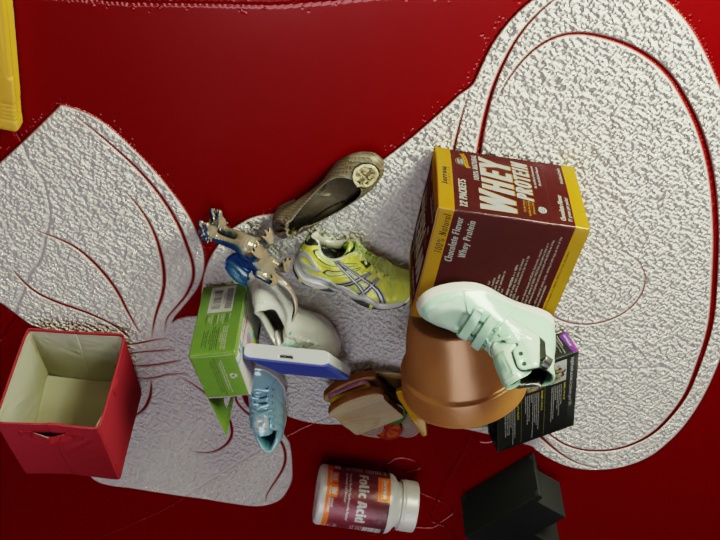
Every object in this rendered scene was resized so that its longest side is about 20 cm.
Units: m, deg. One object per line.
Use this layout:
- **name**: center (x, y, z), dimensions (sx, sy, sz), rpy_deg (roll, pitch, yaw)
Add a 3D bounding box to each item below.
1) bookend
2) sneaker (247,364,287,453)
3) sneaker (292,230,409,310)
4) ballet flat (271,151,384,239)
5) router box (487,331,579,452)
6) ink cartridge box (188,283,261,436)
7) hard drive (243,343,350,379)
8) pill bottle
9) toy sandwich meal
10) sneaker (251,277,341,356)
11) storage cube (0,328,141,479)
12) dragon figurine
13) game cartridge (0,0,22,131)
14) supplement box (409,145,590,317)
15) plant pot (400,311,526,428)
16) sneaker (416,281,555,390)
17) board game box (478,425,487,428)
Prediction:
- **bookend**: center (0.337, 0.481, 1.599), dimensions (0.197, 0.093, 0.200), rpy_deg (31, 126, -25)
- **sneaker**: center (-0.165, 0.245, 1.421), dimensions (0.072, 0.083, 0.202), rpy_deg (-5, 132, 6)
- **sneaker**: center (0.000, 0.000, 1.194), dimensions (0.196, 0.076, 0.077), rpy_deg (12, 134, -9)
- **ballet flat**: center (-0.048, -0.098, 1.126), dimensions (0.198, 0.047, 0.067), rpy_deg (-28, 126, 26)
- **router box**: center (0.285, 0.207, 1.351), dimensions (0.147, 0.051, 0.202), rpy_deg (-17, 133, -7)
- **ink cartridge box**: center (-0.199, 0.143, 1.288), dimensions (0.074, 0.149, 0.202), rpy_deg (-6, 133, 8)
- **hard drive**: center (-0.095, 0.147, 1.283), dimensions (0.129, 0.026, 0.200), rpy_deg (5, 168, 10)
- **pill bottle**: center (0.011, 0.447, 1.573), dimensions (0.196, 0.115, 0.115), rpy_deg (9, 133, -5)
- **toy sandwich meal**: center (0.033, 0.249, 1.421), dimensions (0.201, 0.071, 0.208), rpy_deg (2, 132, 2)
- **sneaker**: center (-0.106, 0.097, 1.280), dimensions (0.075, 0.089, 0.200), rpy_deg (-29, 125, 25)
- **storage cube**: center (-0.477, 0.224, 1.350), dimensions (0.167, 0.203, 0.181), rpy_deg (3, 140, -1)
- **dragon figurine**: center (-0.159, -0.013, 1.190), dimensions (0.098, 0.059, 0.201), rpy_deg (4, 140, 39)
- **game cartridge**: center (-0.517, -0.278, 1.003), dimensions (0.173, 0.033, 0.202), rpy_deg (11, 131, -6)
- **supplement box**: center (0.179, -0.039, 1.108), dimensions (0.196, 0.134, 0.199), rpy_deg (7, 133, -4)
- **plant pot**: center (0.149, 0.116, 1.215), dimensions (0.196, 0.201, 0.142), rpy_deg (-7, 124, 10)
- **sneaker**: center (0.168, 0.089, 1.053), dimensions (0.197, 0.119, 0.074), rpy_deg (14, 134, -9)
- **board game box**: center (0.216, 0.202, 1.397), dimensions (0.094, 0.030, 0.202), rpy_deg (-9, 128, 13)
